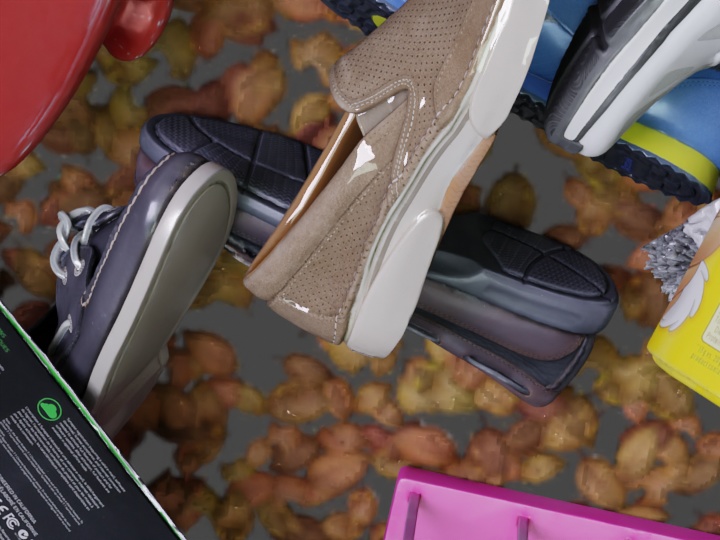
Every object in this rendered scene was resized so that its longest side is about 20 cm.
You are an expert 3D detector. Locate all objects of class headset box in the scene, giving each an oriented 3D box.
[{"bbox_3d":[-0.167,0.126,1.151,0.174,0.093,0.200,51,140,11],"label":"headset box"}]

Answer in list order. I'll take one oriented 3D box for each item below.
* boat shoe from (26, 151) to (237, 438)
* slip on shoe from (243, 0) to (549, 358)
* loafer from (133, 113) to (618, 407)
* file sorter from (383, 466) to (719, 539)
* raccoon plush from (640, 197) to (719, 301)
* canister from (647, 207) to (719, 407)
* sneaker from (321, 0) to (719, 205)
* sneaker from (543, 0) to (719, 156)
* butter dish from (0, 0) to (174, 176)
[{"bbox_3d":[-0.103,0.010,1.149,0.063,0.073,0.200,39,145,7],"label":"boat shoe"},{"bbox_3d":[0.018,-0.063,1.077,0.060,0.076,0.200,21,116,-6],"label":"slip on shoe"},{"bbox_3d":[0.000,0.000,1.174,0.199,0.072,0.063,20,115,-6],"label":"loafer"},{"bbox_3d":[0.095,0.186,1.203,0.199,0.125,0.139,12,110,0],"label":"file sorter"},{"bbox_3d":[0.166,0.033,1.109,0.097,0.200,0.134,-29,86,25],"label":"raccoon plush"},{"bbox_3d":[0.193,-0.034,0.986,0.148,0.086,0.200,20,100,-48],"label":"canister"},{"bbox_3d":[0.065,-0.102,1.140,0.200,0.066,0.079,27,84,0],"label":"sneaker"},{"bbox_3d":[0.162,-0.095,1.061,0.115,0.076,0.201,38,108,-11],"label":"sneaker"},{"bbox_3d":[-0.137,-0.118,1.099,0.148,0.200,0.200,19,114,-28],"label":"butter dish"}]
